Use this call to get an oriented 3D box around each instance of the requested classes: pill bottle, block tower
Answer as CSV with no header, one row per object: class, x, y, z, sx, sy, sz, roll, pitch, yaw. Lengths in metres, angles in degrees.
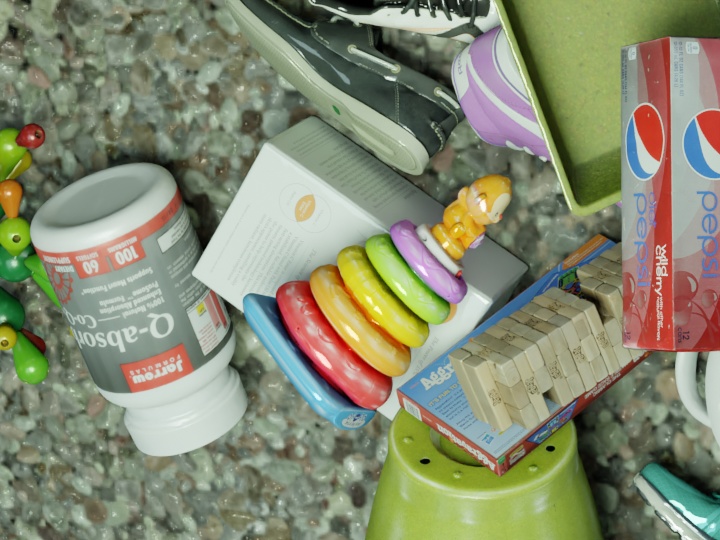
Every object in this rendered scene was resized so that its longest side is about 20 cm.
pill bottle,-0.161,0.031,1.707,0.115,0.116,0.201,-9,117,24
block tower,0.158,0.033,1.515,0.054,0.200,0.058,25,144,58

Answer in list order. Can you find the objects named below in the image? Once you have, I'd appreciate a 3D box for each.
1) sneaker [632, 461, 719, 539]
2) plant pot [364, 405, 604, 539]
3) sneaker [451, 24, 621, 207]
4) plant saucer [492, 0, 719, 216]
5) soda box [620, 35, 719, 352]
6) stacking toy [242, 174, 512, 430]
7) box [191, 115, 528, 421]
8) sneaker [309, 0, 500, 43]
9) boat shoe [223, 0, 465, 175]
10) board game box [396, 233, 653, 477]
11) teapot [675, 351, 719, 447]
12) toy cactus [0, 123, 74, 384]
sneaker,0.290,0.184,1.625,0.199,0.078,0.080,26,94,7
plant pot,0.088,0.185,1.594,0.199,0.201,0.194,11,128,18
sneaker,0.150,-0.096,1.595,0.200,0.073,0.114,44,153,-14
plant saucer,0.182,-0.163,1.517,0.199,0.048,0.201,-24,99,-18
soda box,0.211,-0.048,1.464,0.063,0.070,0.201,-1,90,-23
stacking toy,0.030,0.007,1.549,0.200,0.116,0.110,-42,74,10
box,0.000,0.000,1.658,0.200,0.097,0.125,36,115,9
sneaker,0.052,-0.191,1.590,0.199,0.080,0.074,8,107,18
boat shoe,-0.014,-0.151,1.646,0.200,0.072,0.068,37,79,15
board game box,0.131,0.055,1.562,0.103,0.200,0.020,34,150,38
teapot,0.316,0.046,1.523,0.199,0.198,0.147,-8,66,3
toy cactus,-0.279,-0.016,1.781,0.164,0.102,0.201,2,110,41
